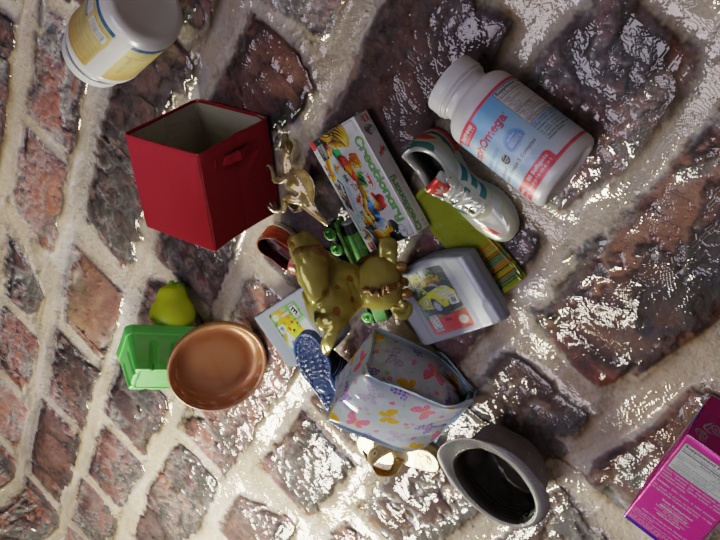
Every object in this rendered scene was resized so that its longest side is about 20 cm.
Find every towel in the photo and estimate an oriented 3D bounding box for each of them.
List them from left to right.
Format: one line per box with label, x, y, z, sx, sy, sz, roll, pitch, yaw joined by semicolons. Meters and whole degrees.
towel;0.155;-0.045;1.307;0.200;0.018;0.086;50;137;5

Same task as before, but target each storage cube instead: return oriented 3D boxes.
storage cube;-0.264;-0.166;1.490;0.199;0.171;0.180;18;129;32

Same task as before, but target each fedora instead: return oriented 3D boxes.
fedora;0.231;0.319;1.425;0.200;0.090;0.177;46;140;-1

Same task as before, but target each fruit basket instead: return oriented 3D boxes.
fruit basket;-0.396;0.134;1.824;0.216;0.215;0.156;45;140;9

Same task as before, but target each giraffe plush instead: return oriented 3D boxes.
giraffe plush;-0.009;0.019;1.362;0.200;0.161;0.173;-115;10;-49

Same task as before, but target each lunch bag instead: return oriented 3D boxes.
lunch bag;0.069;0.208;1.470;0.199;0.127;0.170;24;135;-10

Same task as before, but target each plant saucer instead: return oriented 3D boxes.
plant saucer;-0.287;0.186;1.751;0.037;0.199;0.201;-130;28;-58

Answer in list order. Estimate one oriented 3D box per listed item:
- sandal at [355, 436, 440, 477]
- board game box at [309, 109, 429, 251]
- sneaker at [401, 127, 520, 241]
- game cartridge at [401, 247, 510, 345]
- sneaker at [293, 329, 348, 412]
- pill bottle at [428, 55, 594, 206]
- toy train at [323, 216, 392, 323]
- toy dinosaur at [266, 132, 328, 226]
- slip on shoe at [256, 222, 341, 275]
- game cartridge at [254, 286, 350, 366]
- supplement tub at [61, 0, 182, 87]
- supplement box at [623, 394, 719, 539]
sandal;0.051;0.348;1.622;0.211;0.070;0.078;-1;115;43
board game box;0.013;-0.134;1.354;0.126;0.035;0.201;-20;102;53
sneaker;0.133;-0.108;1.221;0.200;0.093;0.070;49;129;6
game cartridge;0.129;0.038;1.361;0.200;0.041;0.133;-26;94;53
sneaker;-0.054;0.178;1.581;0.070;0.078;0.201;-12;116;27
pill bottle;0.187;-0.182;1.118;0.200;0.109;0.109;40;137;14
toy train;0.000;0.000;1.450;0.056;0.042;0.201;-11;114;30
toy dinosaur;-0.103;-0.123;1.457;0.101;0.058;0.201;-24;100;46
slip on shoe;-0.098;-0.012;1.525;0.200;0.061;0.074;33;133;19
game cartridge;-0.108;0.106;1.631;0.134;0.040;0.200;53;139;-5
supplement tub;-0.405;-0.403;1.477;0.200;0.145;0.145;-20;102;47
supplement box;0.457;0.282;1.189;0.103;0.101;0.200;36;135;19
